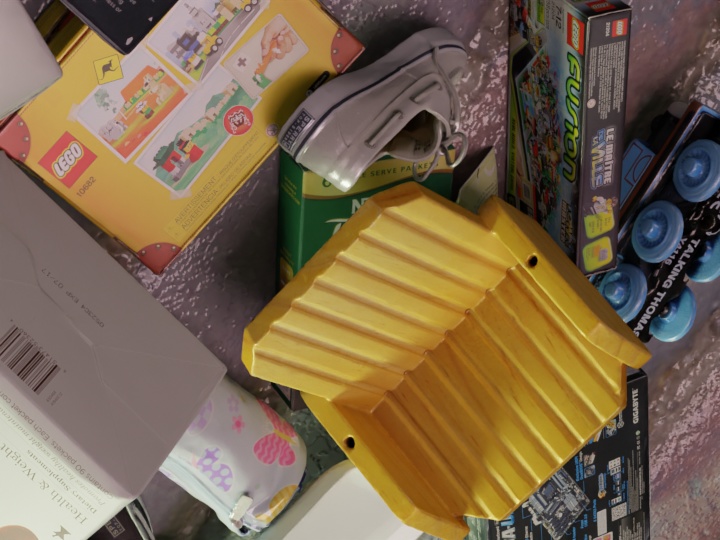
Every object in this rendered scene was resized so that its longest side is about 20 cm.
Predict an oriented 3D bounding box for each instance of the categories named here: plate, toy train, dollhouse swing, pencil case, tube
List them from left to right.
[{"bbox_3d":[-0.126,0.107,1.217,0.200,0.083,0.091,43,56,-37],"label":"pencil case"},{"bbox_3d":[-0.039,0.220,1.325,0.200,0.032,0.199,-44,152,6],"label":"plate"},{"bbox_3d":[0.054,0.065,1.160,0.200,0.182,0.176,-45,162,15],"label":"dollhouse swing"},{"bbox_3d":[0.080,0.012,1.292,0.052,0.058,0.201,-8,123,-17],"label":"tube"},{"bbox_3d":[0.222,-0.037,1.296,0.086,0.114,0.201,18,109,-38],"label":"toy train"}]

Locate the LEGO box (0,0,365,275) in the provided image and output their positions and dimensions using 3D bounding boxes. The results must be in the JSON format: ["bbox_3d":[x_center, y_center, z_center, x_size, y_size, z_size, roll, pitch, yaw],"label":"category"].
[{"bbox_3d":[-0.121,-0.122,1.079,0.200,0.077,0.149,-47,122,3],"label":"LEGO box"}]

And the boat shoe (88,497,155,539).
[{"bbox_3d":[-0.203,0.152,1.213,0.073,0.068,0.200,-32,128,-8],"label":"boat shoe"}]

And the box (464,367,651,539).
[{"bbox_3d":[0.163,0.179,1.436,0.158,0.046,0.201,-19,125,-17],"label":"box"}]

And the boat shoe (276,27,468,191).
[{"bbox_3d":[0.032,-0.096,1.124,0.075,0.086,0.202,-51,170,32],"label":"boat shoe"}]

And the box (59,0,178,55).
[{"bbox_3d":[-0.120,-0.248,0.969,0.200,0.148,0.107,-46,128,4],"label":"box"}]

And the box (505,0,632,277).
[{"bbox_3d":[0.143,-0.108,1.215,0.034,0.110,0.201,-14,123,-19],"label":"box"}]

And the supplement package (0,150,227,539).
[{"bbox_3d":[-0.227,0.081,1.022,0.191,0.147,0.200,44,122,-6],"label":"supplement package"}]

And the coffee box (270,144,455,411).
[{"bbox_3d":[0.000,0.000,1.246,0.122,0.044,0.201,-8,121,-23],"label":"coffee box"}]

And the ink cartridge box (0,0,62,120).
[{"bbox_3d":[-0.250,-0.170,0.914,0.085,0.200,0.148,-34,128,-7],"label":"ink cartridge box"}]
